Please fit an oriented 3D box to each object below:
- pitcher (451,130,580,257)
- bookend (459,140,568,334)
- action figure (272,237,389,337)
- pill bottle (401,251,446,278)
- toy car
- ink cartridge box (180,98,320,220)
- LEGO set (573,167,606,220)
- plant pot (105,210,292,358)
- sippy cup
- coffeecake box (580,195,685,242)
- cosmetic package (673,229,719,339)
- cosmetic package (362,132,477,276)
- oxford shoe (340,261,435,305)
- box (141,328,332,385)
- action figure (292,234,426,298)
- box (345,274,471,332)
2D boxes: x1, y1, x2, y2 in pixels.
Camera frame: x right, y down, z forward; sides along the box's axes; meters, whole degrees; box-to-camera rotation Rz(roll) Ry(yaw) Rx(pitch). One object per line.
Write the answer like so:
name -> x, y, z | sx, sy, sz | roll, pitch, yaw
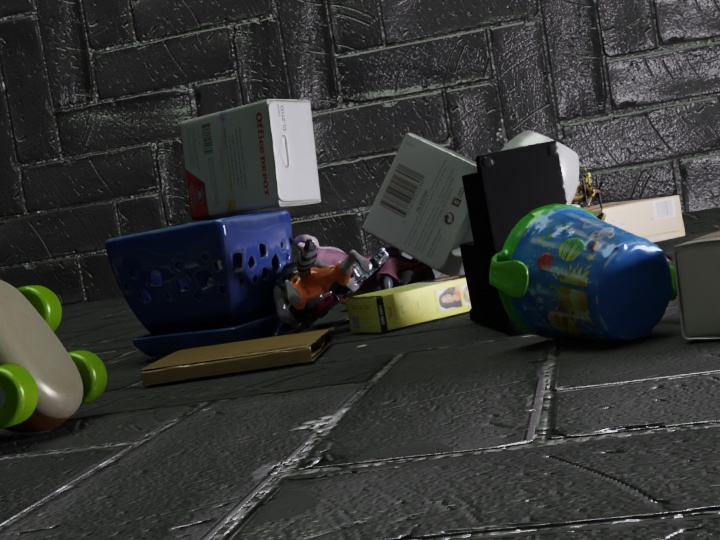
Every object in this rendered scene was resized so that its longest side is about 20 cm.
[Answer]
pitcher -> 0.243, -0.077, 1.523 | 0.171, 0.200, 0.121 | 27, 4, 17
bookend -> 0.175, -0.038, 1.286 | 0.092, 0.199, 0.200 | -11, 3, -7
action figure -> -0.051, 0.001, 1.487 | 0.200, 0.105, 0.193 | -39, 6, -18
pill bottle -> 0.142, -0.029, 2.085 | 0.109, 0.109, 0.200 | -8, 3, 19
toy car -> -0.377, 0.119, 1.047 | 0.200, 0.158, 0.164 | -38, -7, 12
ink cartridge box -> -0.156, -0.153, 1.550 | 0.200, 0.146, 0.083 | -4, 2, 45
LEGO set -> 0.340, -0.066, 1.623 | 0.116, 0.200, 0.154 | -7, -17, 9
plant pot -> -0.214, 0.020, 1.558 | 0.200, 0.180, 0.200 | -8, 3, 25
sippy cup -> 0.222, 0.009, 1.057 | 0.178, 0.140, 0.130 | -35, 23, -18
coffeecake box -> 0.434, -0.079, 1.905 | 0.153, 0.073, 0.200 | -11, 3, -19
cosmetic package -> 0.369, 0.002, 1.015 | 0.103, 0.087, 0.200 | -6, 4, 32
cosmetic package -> 0.146, -0.088, 1.685 | 0.166, 0.168, 0.200 | 30, 9, 35
oxford shoe -> 0.043, 0.020, 1.791 | 0.200, 0.073, 0.071 | -7, 4, 38
box -> -0.142, 0.101, 1.312 | 0.200, 0.021, 0.163 | -9, 3, 7
action figure -> 0.000, 0.000, 1.656 | 0.200, 0.149, 0.134 | -16, 1, -18
box -> 0.083, 0.042, 1.490 | 0.200, 0.050, 0.075 | -12, 4, -35
